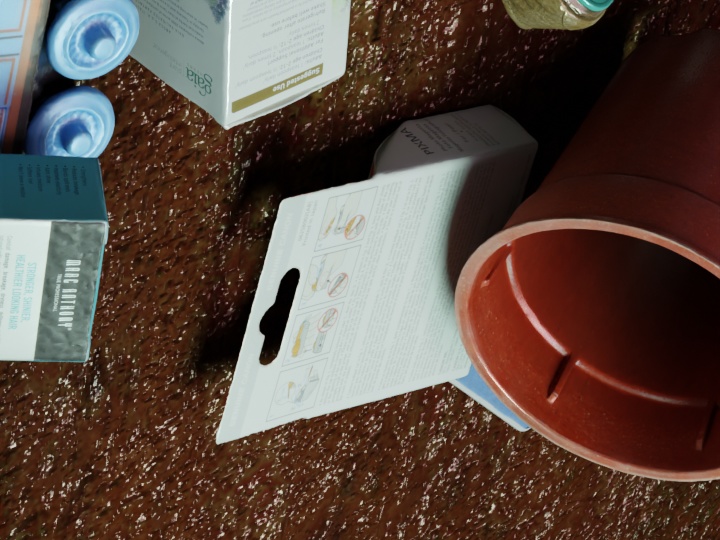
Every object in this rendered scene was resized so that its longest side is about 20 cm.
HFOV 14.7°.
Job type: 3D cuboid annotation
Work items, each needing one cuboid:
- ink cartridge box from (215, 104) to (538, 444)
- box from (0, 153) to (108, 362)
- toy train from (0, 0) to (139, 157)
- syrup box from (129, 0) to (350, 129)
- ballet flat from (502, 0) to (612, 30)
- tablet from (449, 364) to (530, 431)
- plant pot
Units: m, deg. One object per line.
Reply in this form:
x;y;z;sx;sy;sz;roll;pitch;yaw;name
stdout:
0.000;0.000;1.555;0.199;0.057;0.163;-10;128;-39;ink cartridge box
-0.213;-0.008;1.212;0.199;0.049;0.083;2;130;-14;box
-0.173;-0.074;1.261;0.114;0.087;0.201;-9;129;-34;toy train
-0.055;-0.176;1.305;0.081;0.079;0.201;-27;138;-32;syrup box
0.050;-0.197;1.396;0.200;0.072;0.068;50;47;-21;ballet flat
0.135;0.003;1.740;0.200;0.014;0.130;-52;146;1;tablet
0.180;-0.020;1.583;0.201;0.200;0.196;84;27;-45;plant pot
